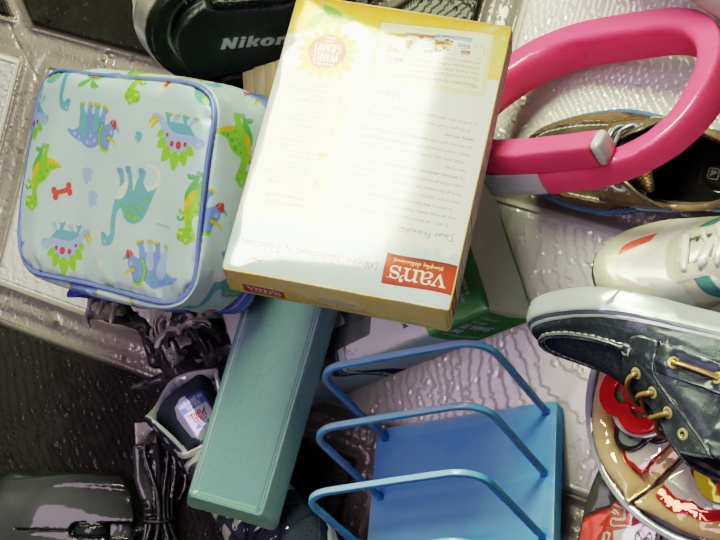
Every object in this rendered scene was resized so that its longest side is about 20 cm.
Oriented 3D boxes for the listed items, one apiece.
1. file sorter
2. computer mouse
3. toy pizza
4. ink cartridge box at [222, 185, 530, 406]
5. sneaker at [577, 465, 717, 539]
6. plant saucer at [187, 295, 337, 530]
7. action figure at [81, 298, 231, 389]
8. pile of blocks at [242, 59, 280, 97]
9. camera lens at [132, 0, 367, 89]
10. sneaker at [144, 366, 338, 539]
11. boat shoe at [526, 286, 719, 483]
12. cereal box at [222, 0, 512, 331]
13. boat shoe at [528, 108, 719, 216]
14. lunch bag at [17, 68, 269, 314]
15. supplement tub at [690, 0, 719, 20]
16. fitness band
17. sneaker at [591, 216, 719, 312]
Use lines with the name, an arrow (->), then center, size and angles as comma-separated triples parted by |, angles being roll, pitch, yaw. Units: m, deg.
file sorter -> 0.044, 0.161, 1.135 | 0.138, 0.123, 0.201 | -11, 54, 25
computer mouse -> -0.228, 0.193, 1.361 | 0.199, 0.053, 0.139 | -7, 84, 27
toy pizza -> 0.235, 0.077, 1.100 | 0.200, 0.032, 0.201 | -10, 65, 21
ink cartridge box -> 0.000, 0.000, 1.234 | 0.200, 0.083, 0.147 | -24, 75, 25
sneaker -> 0.185, 0.228, 1.130 | 0.108, 0.067, 0.202 | 15, 91, 30
plant saucer -> -0.062, 0.068, 1.179 | 0.070, 0.019, 0.201 | 12, 79, 23
action figure -> -0.149, 0.015, 1.304 | 0.119, 0.102, 0.201 | -26, 72, 22
pile of blocks -> -0.016, -0.055, 1.170 | 0.082, 0.062, 0.200 | -41, 61, 37
camera lens -> -0.083, -0.239, 1.226 | 0.160, 0.160, 0.201 | -23, 57, 25
sneaker -> -0.086, 0.140, 1.210 | 0.070, 0.109, 0.200 | -34, 33, -7
boat shoe -> 0.186, 0.070, 1.063 | 0.200, 0.071, 0.091 | 9, 69, 25
cereal box -> 0.007, -0.070, 1.099 | 0.143, 0.040, 0.201 | 11, 69, 9
boat shoe -> 0.190, -0.073, 1.142 | 0.199, 0.072, 0.073 | 4, 87, 27
lunch bag -> -0.147, -0.054, 1.199 | 0.200, 0.082, 0.161 | 10, 93, 42
supplement tub -> 0.218, -0.243, 1.106 | 0.200, 0.132, 0.132 | 39, 105, 24
fitness band -> 0.146, -0.111, 1.131 | 0.200, 0.037, 0.144 | -1, 46, 46
sneaker -> 0.239, -0.019, 1.068 | 0.199, 0.093, 0.071 | 0, 60, 13
